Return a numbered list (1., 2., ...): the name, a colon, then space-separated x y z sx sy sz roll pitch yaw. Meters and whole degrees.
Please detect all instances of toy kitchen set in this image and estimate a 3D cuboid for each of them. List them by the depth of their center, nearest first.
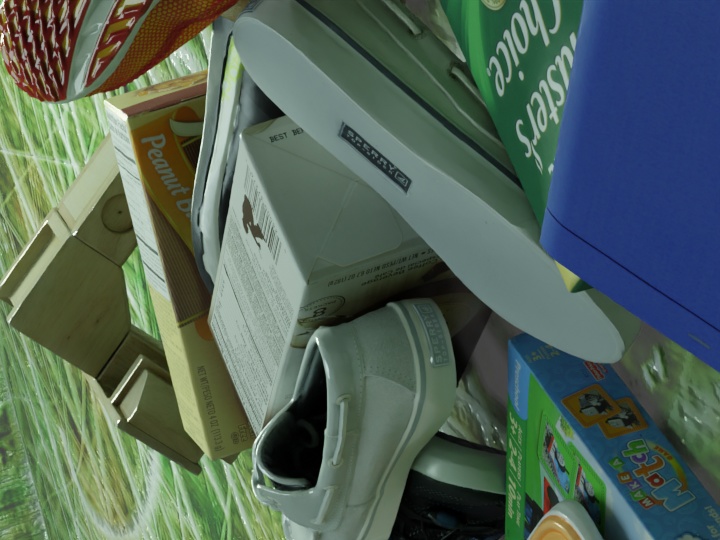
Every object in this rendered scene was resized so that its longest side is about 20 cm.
1. toy kitchen set: -0.119 0.023 1.393 0.199 0.181 0.163 35 -178 -25

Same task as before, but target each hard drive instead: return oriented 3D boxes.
1. hard drive: 0.118 -0.041 0.555 0.132 0.025 0.201 35 148 22

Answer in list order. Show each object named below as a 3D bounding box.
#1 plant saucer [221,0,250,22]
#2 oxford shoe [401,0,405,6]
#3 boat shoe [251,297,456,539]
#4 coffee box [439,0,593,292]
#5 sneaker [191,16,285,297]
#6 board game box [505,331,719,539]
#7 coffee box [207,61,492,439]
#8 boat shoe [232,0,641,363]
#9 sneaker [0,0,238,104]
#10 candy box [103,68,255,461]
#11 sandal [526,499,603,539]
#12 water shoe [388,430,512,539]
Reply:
1. plant saucer: -0.081 -0.192 0.859 0.201 0.035 0.201 59 163 30
2. oxford shoe: -0.034 -0.192 0.900 0.201 0.071 0.071 69 162 5
3. boat shoe: -0.015 0.081 0.885 0.200 0.068 0.073 121 138 -59
4. coffee box: 0.068 -0.105 0.702 0.123 0.044 0.201 121 129 -67
5. sneaker: -0.032 -0.059 0.982 0.082 0.072 0.202 15 119 23
6. board game box: 0.118 0.139 0.807 0.200 0.036 0.152 -125 24 -43
7. coffee box: 0.000 0.000 0.913 0.200 0.112 0.080 107 142 -64
8. boat shoe: 0.041 -0.049 0.780 0.200 0.066 0.072 41 158 7
9. sneaker: -0.059 -0.136 0.768 0.199 0.077 0.073 -28 92 30
10. candy box: -0.058 -0.010 1.083 0.055 0.115 0.202 -148 43 -63
11. sandal: 0.063 0.160 0.841 0.207 0.059 0.080 96 152 -56
12. water shoe: 0.037 0.132 0.964 0.200 0.071 0.080 104 -177 -74
